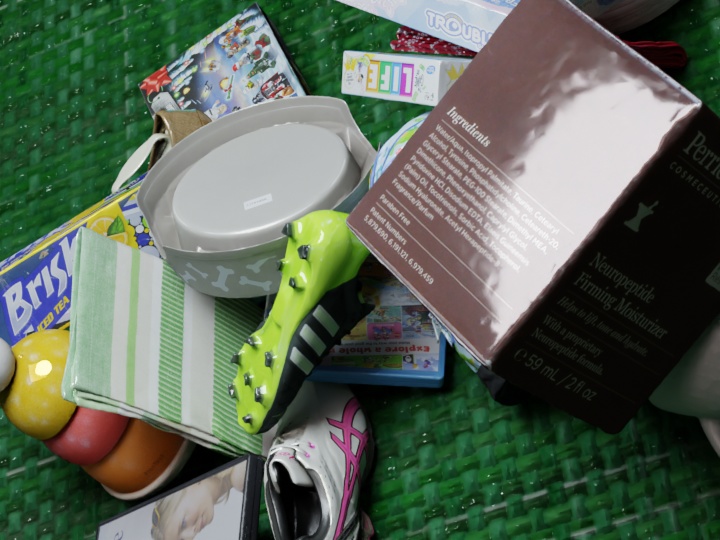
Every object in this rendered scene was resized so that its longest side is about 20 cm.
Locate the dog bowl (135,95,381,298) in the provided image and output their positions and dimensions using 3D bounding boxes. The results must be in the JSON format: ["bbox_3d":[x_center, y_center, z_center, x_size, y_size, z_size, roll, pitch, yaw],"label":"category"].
[{"bbox_3d":[-0.072,-0.055,1.379,0.200,0.059,0.200,-14,36,10],"label":"dog bowl"}]

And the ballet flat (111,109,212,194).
[{"bbox_3d":[-0.184,-0.047,1.521,0.068,0.072,0.200,25,95,56],"label":"ballet flat"}]

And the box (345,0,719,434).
[{"bbox_3d":[0.135,-0.037,1.123,0.200,0.166,0.164,-51,49,9],"label":"box"}]

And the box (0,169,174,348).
[{"bbox_3d":[-0.230,-0.003,1.455,0.200,0.070,0.064,-33,12,-10],"label":"box"}]

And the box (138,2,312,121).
[{"bbox_3d":[-0.108,-0.133,1.591,0.137,0.040,0.200,-35,50,8],"label":"box"}]

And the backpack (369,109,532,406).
[{"bbox_3d":[0.096,-0.028,1.304,0.163,0.154,0.200,-39,63,11],"label":"backpack"}]

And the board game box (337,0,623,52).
[{"bbox_3d":[0.095,-0.237,1.375,0.200,0.043,0.199,25,40,31],"label":"board game box"}]

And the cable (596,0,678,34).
[{"bbox_3d":[0.203,-0.282,1.491,0.200,0.069,0.200,21,72,37],"label":"cable"}]

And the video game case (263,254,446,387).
[{"bbox_3d":[0.000,0.000,1.415,0.143,0.018,0.200,3,56,3],"label":"video game case"}]

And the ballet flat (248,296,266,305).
[{"bbox_3d":[-0.086,-0.010,1.477,0.200,0.070,0.067,-38,40,2],"label":"ballet flat"}]

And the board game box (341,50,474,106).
[{"bbox_3d":[0.105,-0.144,1.361,0.134,0.200,0.034,16,104,58],"label":"board game box"}]

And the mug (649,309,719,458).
[{"bbox_3d":[0.276,0.051,1.197,0.175,0.148,0.200,-18,85,19],"label":"mug"}]

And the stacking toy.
[{"bbox_3d":[-0.231,0.089,1.397,0.146,0.200,0.146,-25,54,40],"label":"stacking toy"}]

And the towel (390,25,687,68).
[{"bbox_3d":[0.144,-0.178,1.418,0.200,0.145,0.023,8,98,33],"label":"towel"}]

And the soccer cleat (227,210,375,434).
[{"bbox_3d":[-0.038,0.043,1.307,0.068,0.081,0.200,58,136,43],"label":"soccer cleat"}]

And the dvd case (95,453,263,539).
[{"bbox_3d":[-0.146,0.231,1.344,0.200,0.018,0.143,-29,47,41],"label":"dvd case"}]

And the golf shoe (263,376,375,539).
[{"bbox_3d":[-0.034,0.144,1.336,0.073,0.092,0.200,-22,50,17],"label":"golf shoe"}]

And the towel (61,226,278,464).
[{"bbox_3d":[-0.139,0.065,1.384,0.023,0.200,0.153,-35,44,39],"label":"towel"}]
